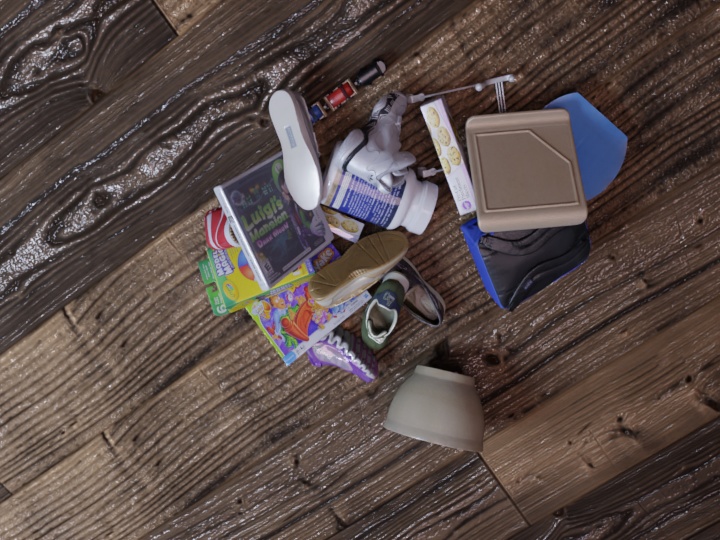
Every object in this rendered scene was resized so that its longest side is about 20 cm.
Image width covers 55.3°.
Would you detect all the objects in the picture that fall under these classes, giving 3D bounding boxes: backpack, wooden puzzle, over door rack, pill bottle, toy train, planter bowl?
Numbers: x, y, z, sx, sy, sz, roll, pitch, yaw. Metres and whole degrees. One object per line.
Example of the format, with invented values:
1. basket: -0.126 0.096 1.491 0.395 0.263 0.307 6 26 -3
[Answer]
1. backpack: 0.294 -0.063 1.230 0.198 0.168 0.164 -27 118 2
2. wooden puzzle: 0.276 -0.168 1.157 0.181 0.037 0.204 -5 77 0
3. over door rack: 0.187 -0.252 1.214 0.196 0.067 0.150 -11 109 2
4. pill bottle: 0.031 -0.142 1.220 0.197 0.116 0.117 20 108 -8
5. toy train: -0.037 -0.303 1.198 0.198 0.046 0.034 -34 108 10
6. planter bowl: 0.153 0.261 1.342 0.196 0.200 0.137 13 82 -7

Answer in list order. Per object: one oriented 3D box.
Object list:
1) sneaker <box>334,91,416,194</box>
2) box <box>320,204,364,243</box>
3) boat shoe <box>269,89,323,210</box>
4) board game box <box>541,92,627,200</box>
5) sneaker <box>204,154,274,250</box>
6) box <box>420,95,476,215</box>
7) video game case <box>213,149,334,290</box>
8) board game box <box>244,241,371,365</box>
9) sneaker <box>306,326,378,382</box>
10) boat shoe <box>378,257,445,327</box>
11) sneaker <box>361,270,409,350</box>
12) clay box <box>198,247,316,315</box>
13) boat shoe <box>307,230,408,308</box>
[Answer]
1. sneaker: 0.049 -0.212 1.157 0.114 0.201 0.075 36 147 3
2. box: -0.089 -0.106 1.265 0.197 0.039 0.042 24 89 -10
3. boat shoe: -0.099 -0.206 1.169 0.071 0.068 0.203 -19 93 32
4. board game box: 0.378 -0.219 1.243 0.198 0.039 0.159 33 106 -18
5. sneaker: -0.200 -0.117 1.196 0.111 0.202 0.071 -14 129 46
6. box: 0.158 -0.198 1.183 0.041 0.039 0.203 -16 107 20
7. video game case: -0.138 -0.093 1.156 0.023 0.200 0.184 -12 109 39
8. board game box: -0.096 0.060 1.272 0.199 0.045 0.135 -38 88 -8
9. sneaker: -0.055 0.158 1.348 0.199 0.081 0.089 38 109 -8
10. boat shoe: 0.089 0.031 1.310 0.199 0.065 0.073 38 106 -13
11. sneaker: 0.032 0.097 1.282 0.066 0.090 0.202 25 134 5
12. clay box: -0.189 -0.007 1.233 0.197 0.048 0.117 -22 75 -5
13. boat shoe: 0.000 0.000 1.231 0.198 0.074 0.069 -29 149 -2
